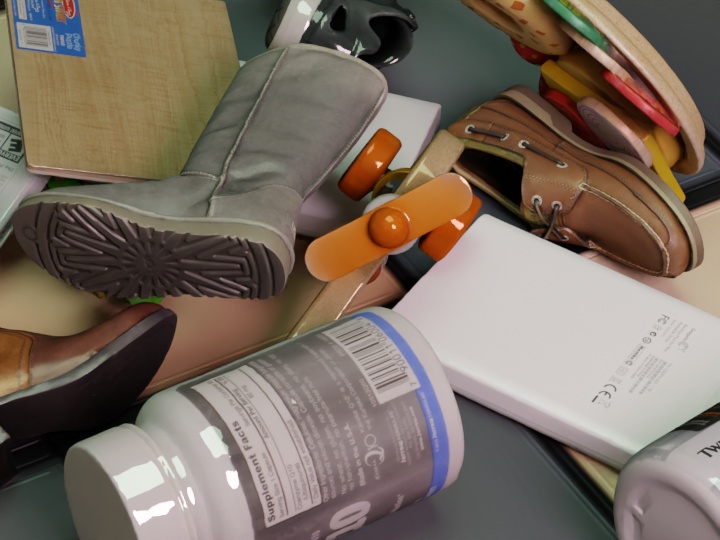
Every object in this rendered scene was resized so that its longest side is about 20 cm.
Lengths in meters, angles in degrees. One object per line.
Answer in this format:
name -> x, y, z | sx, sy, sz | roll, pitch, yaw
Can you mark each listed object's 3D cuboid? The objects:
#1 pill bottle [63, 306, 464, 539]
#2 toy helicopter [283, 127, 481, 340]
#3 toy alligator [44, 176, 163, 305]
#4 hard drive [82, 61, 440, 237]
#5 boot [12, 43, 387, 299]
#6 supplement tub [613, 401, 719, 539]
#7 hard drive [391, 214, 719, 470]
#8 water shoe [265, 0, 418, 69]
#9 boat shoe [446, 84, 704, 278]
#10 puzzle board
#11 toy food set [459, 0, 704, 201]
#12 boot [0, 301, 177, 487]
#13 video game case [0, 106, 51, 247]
pill bottle -> -0.054, 0.104, 1.504 | 0.200, 0.114, 0.114 | -22, 48, -25
toy helicopter -> 0.000, 0.000, 1.607 | 0.079, 0.132, 0.200 | 37, 77, -4
toy alligator -> -0.163, -0.026, 1.688 | 0.059, 0.054, 0.200 | -36, 43, -12
hard drive -> -0.063, -0.082, 1.761 | 0.200, 0.026, 0.132 | 14, 43, 11
boot -> -0.092, -0.067, 1.624 | 0.182, 0.073, 0.200 | 10, 45, 8
supplement tub -> 0.247, 0.113, 1.506 | 0.200, 0.123, 0.123 | -28, 51, -29
hard drive -> 0.127, 0.046, 1.644 | 0.200, 0.026, 0.132 | 25, 46, 22
water shoe -> 0.000, -0.162, 1.817 | 0.079, 0.072, 0.200 | 31, 26, 7
boat shoe -> 0.129, -0.043, 1.718 | 0.068, 0.072, 0.200 | -28, 41, -24
puzzle board -> -0.145, -0.116, 1.728 | 0.151, 0.017, 0.200 | 6, 39, -18
toy food set -> 0.141, -0.126, 1.726 | 0.049, 0.200, 0.198 | -45, 52, -7
boot -> -0.232, 0.026, 1.604 | 0.188, 0.068, 0.200 | -37, 64, -20
video game case -> -0.309, -0.046, 1.686 | 0.200, 0.023, 0.182 | 23, 62, 19
